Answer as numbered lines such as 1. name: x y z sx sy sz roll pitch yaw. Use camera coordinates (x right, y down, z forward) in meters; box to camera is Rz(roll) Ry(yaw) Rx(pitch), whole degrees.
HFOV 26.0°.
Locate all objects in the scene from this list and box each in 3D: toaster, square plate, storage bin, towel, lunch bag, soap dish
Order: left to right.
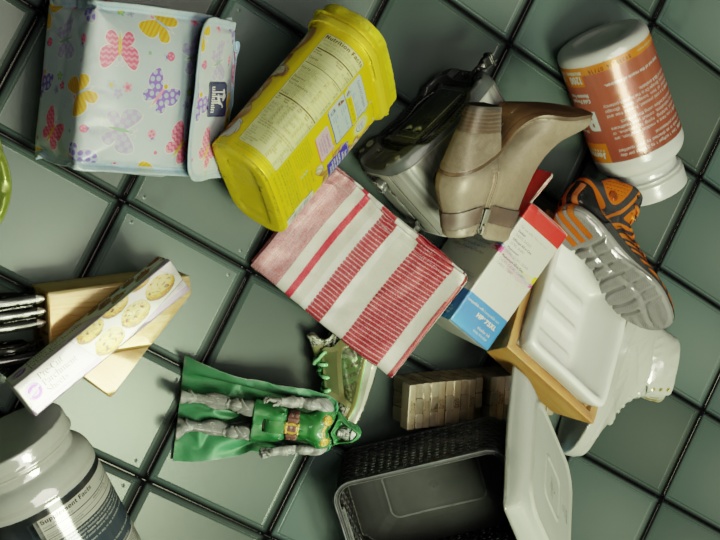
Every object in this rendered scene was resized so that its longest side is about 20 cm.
1. lunch bag: -0.209 -0.180 1.559 0.199 0.127 0.171 4 98 -40
2. towel: 0.000 0.000 1.696 0.200 0.023 0.144 39 89 -2
3. storage bin: 0.081 0.259 1.743 0.198 0.094 0.136 -14 107 10
4. toaster: 0.104 -0.132 1.736 0.200 0.113 0.129 -46 119 -16
5. square plate: 0.201 0.240 1.727 0.201 0.028 0.199 -80 152 -45
6. soap dish: 0.230 0.055 1.810 0.157 0.081 0.201 41 52 -27

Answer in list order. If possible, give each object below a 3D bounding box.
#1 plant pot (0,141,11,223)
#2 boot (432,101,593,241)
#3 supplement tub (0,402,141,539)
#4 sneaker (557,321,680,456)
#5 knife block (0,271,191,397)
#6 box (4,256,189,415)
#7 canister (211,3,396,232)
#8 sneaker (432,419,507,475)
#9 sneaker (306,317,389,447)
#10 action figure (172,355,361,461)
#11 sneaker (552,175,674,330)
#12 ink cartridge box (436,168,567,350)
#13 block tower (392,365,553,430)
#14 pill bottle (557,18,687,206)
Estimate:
1. plant pot: -0.402 -0.084 1.435 0.198 0.190 0.202 -5 101 -27
2. boot: 0.161 -0.105 1.679 0.199 0.070 0.148 -2 107 -34
3. supplement tub: -0.309 0.249 1.562 0.140 0.140 0.201 -31 110 -20
4. sneaker: 0.326 0.153 1.915 0.115 0.074 0.201 30 83 -25
5. knife block: -0.294 0.036 1.580 0.175 0.064 0.200 43 78 -26
6. box: -0.258 0.063 1.544 0.200 0.039 0.042 -40 112 -17
7. canister: -0.057 -0.155 1.622 0.200 0.086 0.149 -52 155 -20
8. sneaker: 0.160 0.210 1.850 0.199 0.078 0.091 21 72 -34
9. sneaker: -0.027 0.103 1.737 0.088 0.077 0.201 24 83 -10
10. action figure: -0.097 0.162 1.674 0.198 0.055 0.119 6 107 -6
11. sneaker: 0.310 -0.031 1.806 0.200 0.077 0.112 51 47 -18
12. ink cartridge box: 0.153 -0.020 1.767 0.067 0.116 0.201 38 85 -26
13. block tower: 0.129 0.145 1.823 0.198 0.058 0.055 -3 99 -29
14. pill bottle: 0.313 -0.182 1.834 0.112 0.112 0.201 -30 110 -20
